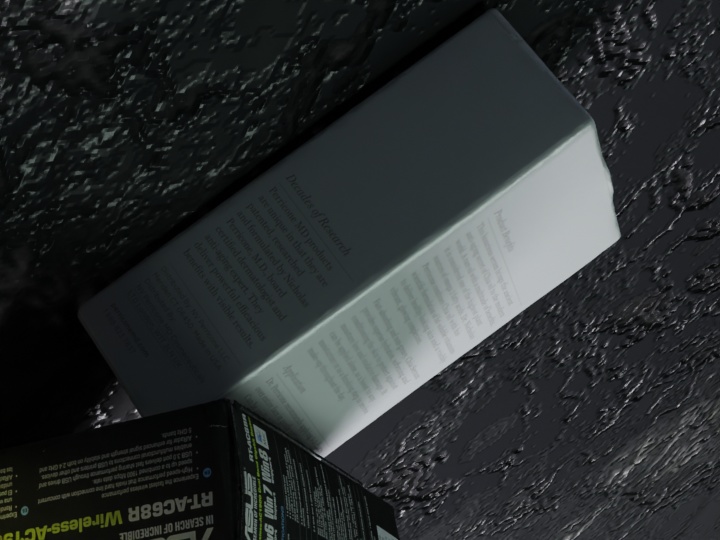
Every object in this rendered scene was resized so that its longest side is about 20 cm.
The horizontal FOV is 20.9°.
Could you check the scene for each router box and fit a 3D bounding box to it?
[{"bbox_3d":[-0.101,0.116,0.735,0.199,0.063,0.150,-14,155,19],"label":"router box"}]

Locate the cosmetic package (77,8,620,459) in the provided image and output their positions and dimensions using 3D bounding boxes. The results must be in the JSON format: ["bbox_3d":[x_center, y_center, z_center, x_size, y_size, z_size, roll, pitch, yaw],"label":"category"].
[{"bbox_3d":[0.000,0.000,0.766,0.199,0.071,0.102,-35,153,-4],"label":"cosmetic package"}]
